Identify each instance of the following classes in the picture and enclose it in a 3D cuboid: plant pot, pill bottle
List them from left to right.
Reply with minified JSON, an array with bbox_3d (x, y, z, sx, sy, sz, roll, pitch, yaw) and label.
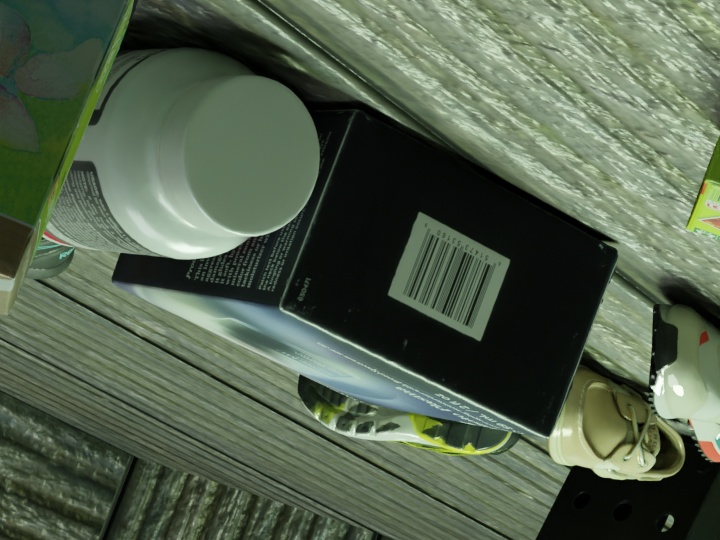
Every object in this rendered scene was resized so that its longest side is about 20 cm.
[{"bbox_3d":[-0.107,-0.063,1.451,0.110,0.111,0.200,26,169,-31],"label":"pill bottle"},{"bbox_3d":[0.246,0.229,2.134,0.200,0.200,0.177,11,155,45],"label":"plant pot"}]

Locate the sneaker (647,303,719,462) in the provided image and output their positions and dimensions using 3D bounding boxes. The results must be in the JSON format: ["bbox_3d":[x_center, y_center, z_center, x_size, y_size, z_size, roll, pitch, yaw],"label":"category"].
[{"bbox_3d":[0.234,0.067,1.630,0.093,0.071,0.200,-3,160,21],"label":"sneaker"}]

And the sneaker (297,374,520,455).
[{"bbox_3d":[0.041,0.118,2.250,0.199,0.075,0.085,16,170,25],"label":"sneaker"}]

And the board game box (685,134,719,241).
[{"bbox_3d":[0.244,-0.015,1.162,0.199,0.048,0.102,20,171,6],"label":"board game box"}]

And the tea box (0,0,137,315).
[{"bbox_3d":[-0.199,-0.111,1.118,0.199,0.198,0.134,21,170,-6],"label":"tea box"}]

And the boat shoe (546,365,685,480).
[{"bbox_3d":[0.184,0.114,1.953,0.065,0.072,0.200,7,168,23],"label":"boat shoe"}]

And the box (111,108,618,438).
[{"bbox_3d":[0.000,0.000,1.545,0.200,0.124,0.198,27,170,-31],"label":"box"}]

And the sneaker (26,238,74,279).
[{"bbox_3d":[-0.308,-0.056,2.090,0.199,0.076,0.079,17,158,-13],"label":"sneaker"}]
